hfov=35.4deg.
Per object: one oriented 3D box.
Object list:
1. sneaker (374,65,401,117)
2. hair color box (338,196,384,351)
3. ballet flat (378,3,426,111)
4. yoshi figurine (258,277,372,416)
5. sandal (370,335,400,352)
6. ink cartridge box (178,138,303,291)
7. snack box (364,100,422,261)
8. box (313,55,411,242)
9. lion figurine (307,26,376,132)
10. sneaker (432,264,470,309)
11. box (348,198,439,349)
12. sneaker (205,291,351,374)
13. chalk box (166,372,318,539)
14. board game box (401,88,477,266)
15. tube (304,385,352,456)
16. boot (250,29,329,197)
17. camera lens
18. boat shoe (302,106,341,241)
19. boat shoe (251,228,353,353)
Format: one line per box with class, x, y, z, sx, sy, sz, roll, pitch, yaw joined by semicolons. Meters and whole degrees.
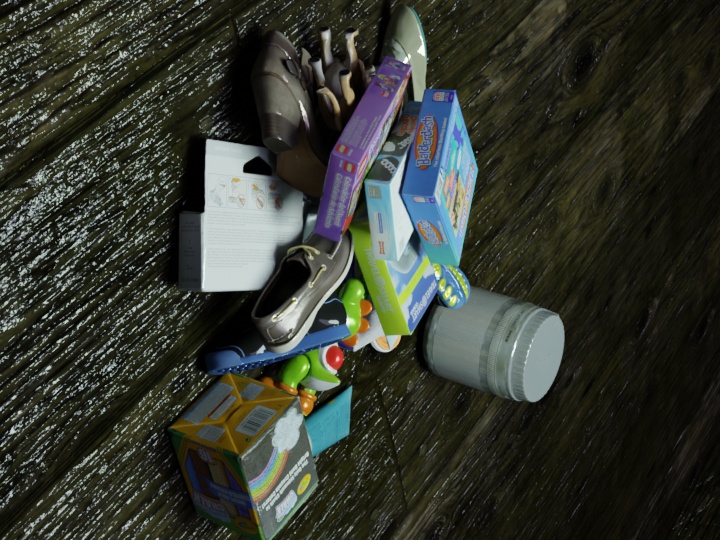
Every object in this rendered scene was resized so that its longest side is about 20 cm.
sneaker;0.029;-0.185;1.565;0.072;0.072;0.201;-34;129;-37
hair color box;0.000;0.000;1.603;0.109;0.064;0.202;-26;125;-50
ballet flat;0.059;-0.270;1.582;0.069;0.069;0.201;-45;138;-37
yoshi figurine;-0.068;0.087;1.535;0.112;0.112;0.201;32;90;-16
sandal;0.049;0.038;1.698;0.079;0.059;0.208;-37;132;-43
ink cartridge box;-0.142;-0.063;1.379;0.199;0.043;0.175;0;90;-57
snack box;0.055;-0.118;1.445;0.201;0.037;0.117;-63;153;-48
box;0.003;-0.150;1.386;0.137;0.039;0.201;105;9;-49
lion figurine;-0.026;-0.222;1.398;0.201;0.072;0.123;-71;160;-51
sneaker;0.086;-0.026;1.676;0.071;0.083;0.200;-36;100;-27
box;0.049;-0.008;1.539;0.122;0.047;0.201;-54;132;-48
sneaker;-0.111;0.075;1.441;0.199;0.070;0.079;-15;80;-25
chalk box;-0.142;0.253;1.441;0.125;0.123;0.201;-44;138;-40
board game box;0.106;-0.117;1.469;0.200;0.045;0.153;61;39;-61
tube;-0.064;0.234;1.626;0.200;0.050;0.078;-24;127;-56
boot;-0.076;-0.194;1.384;0.200;0.070;0.147;51;37;-62
camera lens;0.213;0.118;1.851;0.160;0.199;0.161;-29;127;-48
boat shoe;-0.048;-0.113;1.481;0.073;0.061;0.202;4;100;-57
boat shoe;-0.071;0.007;1.394;0.201;0.071;0.060;-59;140;-29
